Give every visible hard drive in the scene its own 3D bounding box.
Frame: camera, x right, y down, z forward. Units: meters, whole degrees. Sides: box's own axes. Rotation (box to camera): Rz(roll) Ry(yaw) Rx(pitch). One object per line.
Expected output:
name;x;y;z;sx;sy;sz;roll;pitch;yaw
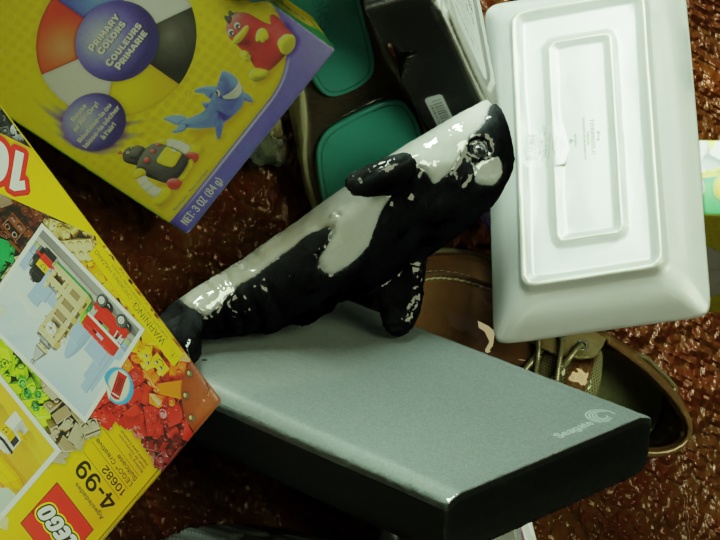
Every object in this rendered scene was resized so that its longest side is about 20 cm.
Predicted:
hard drive;0.013;0.067;1.163;0.139;0.199;0.033;-17;118;-43
hard drive;0.025;-0.173;1.278;0.140;0.038;0.201;60;17;-54

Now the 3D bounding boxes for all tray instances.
tray;0.113;-0.062;1.265;0.022;0.107;0.201;58;27;-56

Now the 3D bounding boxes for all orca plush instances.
orca plush;0.000;0.000;1.197;0.199;0.105;0.071;-31;83;-28

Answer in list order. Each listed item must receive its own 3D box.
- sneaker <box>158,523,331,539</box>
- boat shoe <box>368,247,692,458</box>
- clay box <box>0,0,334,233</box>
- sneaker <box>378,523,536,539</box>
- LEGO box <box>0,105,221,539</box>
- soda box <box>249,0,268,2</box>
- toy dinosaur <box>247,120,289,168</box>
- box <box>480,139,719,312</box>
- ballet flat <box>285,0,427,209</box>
sneaker;-0.070;0.180;1.150;0.199;0.075;0.116;1;99;-52
boat shoe;0.095;0.046;1.309;0.199;0.074;0.076;23;90;-35
clay box;-0.123;-0.116;1.152;0.199;0.115;0.048;33;12;-31
sneaker;0.054;0.169;1.209;0.201;0.077;0.140;65;18;-8
LEGO box;-0.176;0.031;1.081;0.200;0.077;0.149;54;49;-16
soda box;-0.032;-0.217;1.178;0.063;0.069;0.201;-6;49;-3
toy dinosaur;-0.098;-0.119;1.222;0.199;0.047;0.089;26;68;-30
box;0.169;-0.021;1.306;0.117;0.198;0.049;57;38;-57
ballet flat;-0.010;-0.091;1.267;0.069;0.069;0.201;-43;132;-41
